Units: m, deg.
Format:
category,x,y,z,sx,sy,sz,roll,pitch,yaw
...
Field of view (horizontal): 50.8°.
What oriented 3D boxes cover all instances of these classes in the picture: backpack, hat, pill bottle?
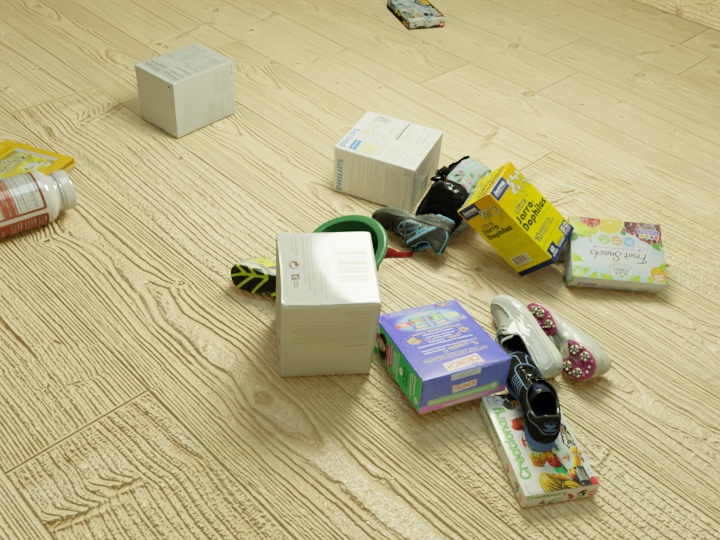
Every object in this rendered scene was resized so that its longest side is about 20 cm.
category,x,y,z,sx,sy,sz,roll,pitch,yaw
backpack,0.221,-0.166,1.692,0.127,0.167,0.200,40,44,9
hat,0.000,0.000,1.526,0.199,0.176,0.166,-11,55,10
pill bottle,-0.697,-0.139,1.561,0.200,0.112,0.112,-24,48,-32

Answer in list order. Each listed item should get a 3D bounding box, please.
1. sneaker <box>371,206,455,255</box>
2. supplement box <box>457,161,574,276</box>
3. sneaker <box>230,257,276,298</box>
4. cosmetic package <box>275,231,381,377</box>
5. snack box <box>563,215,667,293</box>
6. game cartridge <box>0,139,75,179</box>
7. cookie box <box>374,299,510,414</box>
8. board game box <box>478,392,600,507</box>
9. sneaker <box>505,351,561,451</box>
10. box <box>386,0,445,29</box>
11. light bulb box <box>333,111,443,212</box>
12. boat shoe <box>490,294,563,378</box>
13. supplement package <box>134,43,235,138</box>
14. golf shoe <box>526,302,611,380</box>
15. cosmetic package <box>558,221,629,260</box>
category,x,y,z,sx,sy,sz,roll,pitch,yaw
sneaker,0.101,-0.086,1.624,0.200,0.082,0.073,12,-5,37
supplement box,0.320,-0.103,1.561,0.200,0.109,0.109,43,58,-11
sneaker,-0.149,0.016,1.475,0.199,0.076,0.076,22,32,9
cosmetic package,-0.062,0.061,1.318,0.166,0.200,0.168,-2,48,-8
snack box,0.530,-0.033,1.589,0.199,0.053,0.143,5,67,-4
game cartridge,-0.785,-0.230,1.722,0.199,0.033,0.176,17,41,11
cookie box,0.137,0.145,1.332,0.171,0.075,0.200,-11,32,-19
board game box,0.286,0.283,1.237,0.126,0.035,0.200,-6,41,-12
sneaker,0.288,0.196,1.253,0.070,0.078,0.200,-1,39,-8
box,0.191,-0.898,2.636,0.136,0.040,0.200,-11,42,-17
light bulb box,0.066,-0.259,1.790,0.199,0.125,0.198,19,42,16
boat shoe,0.290,0.121,1.404,0.071,0.070,0.201,-12,45,-26
supplement package,-0.446,-0.465,1.951,0.150,0.152,0.200,30,46,27
golf shoe,0.384,0.133,1.417,0.091,0.075,0.200,5,33,-36
cosmetic package,0.510,-0.066,1.672,0.199,0.051,0.083,-1,41,-9
